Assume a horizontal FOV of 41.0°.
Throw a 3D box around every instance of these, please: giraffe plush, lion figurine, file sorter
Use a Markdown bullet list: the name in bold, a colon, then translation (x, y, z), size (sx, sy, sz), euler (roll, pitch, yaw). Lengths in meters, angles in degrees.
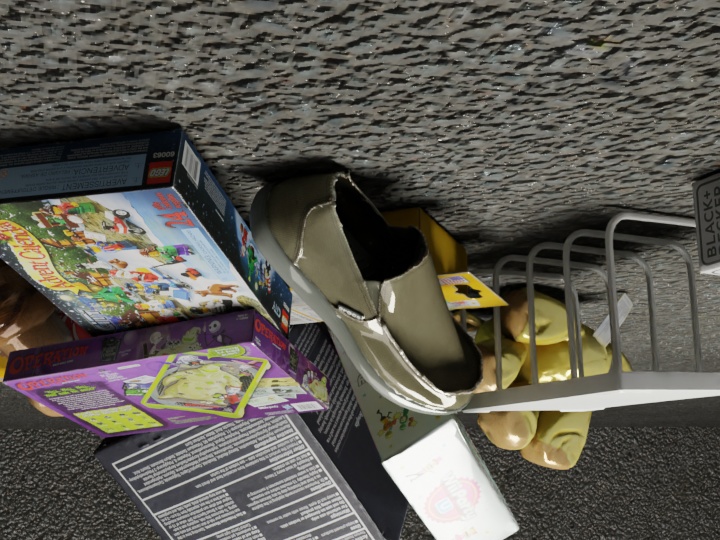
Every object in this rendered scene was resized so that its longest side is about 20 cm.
- **giraffe plush**: translation (0.164, 0.093, 0.989), size (0.199, 0.174, 0.162), euler (-33, -168, -24)
- **lion figurine**: translation (-0.246, 0.059, 0.744), size (0.122, 0.201, 0.072), euler (-28, -155, -11)
- **file sorter**: translation (0.183, 0.042, 0.755), size (0.137, 0.126, 0.200), euler (4, 166, -27)

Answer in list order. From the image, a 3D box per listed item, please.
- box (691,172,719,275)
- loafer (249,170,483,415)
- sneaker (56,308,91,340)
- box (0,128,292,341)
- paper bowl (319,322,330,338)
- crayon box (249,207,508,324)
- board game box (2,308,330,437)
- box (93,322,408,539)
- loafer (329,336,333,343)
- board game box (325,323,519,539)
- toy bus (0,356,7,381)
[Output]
- **box**: translation (0.302, -0.042, 0.544), size (0.116, 0.061, 0.200), euler (5, 165, -26)
- **loafer**: translation (0.018, 0.016, 0.598), size (0.069, 0.076, 0.200), euler (-26, 121, 37)
- **sneaker**: translation (-0.252, 0.043, 0.885), size (0.071, 0.114, 0.199), euler (7, -165, -40)
- **box**: translation (-0.135, -0.008, 0.592), size (0.135, 0.038, 0.200), euler (-5, 152, 13)
- **paper bowl**: translation (-0.083, 0.116, 1.099), size (0.198, 0.106, 0.201), euler (-2, 166, -1)
- **crayon box**: translation (0.000, 0.000, 0.719), size (0.198, 0.052, 0.126), euler (-5, 166, 20)
- **board game box**: translation (-0.135, 0.078, 0.682), size (0.198, 0.033, 0.120), euler (-10, 152, 20)
- **box**: translation (-0.088, 0.171, 0.857), size (0.199, 0.199, 0.123), euler (-26, -164, 24)
- **loafer**: translation (-0.015, 0.155, 1.007), size (0.067, 0.202, 0.071), euler (2, -151, 2)
- **board game box**: translation (0.043, 0.115, 0.789), size (0.064, 0.200, 0.148), euler (-30, 126, 1)
- **toy bus**: translation (-0.292, 0.084, 1.026), size (0.198, 0.066, 0.078), euler (-4, 165, 15)
